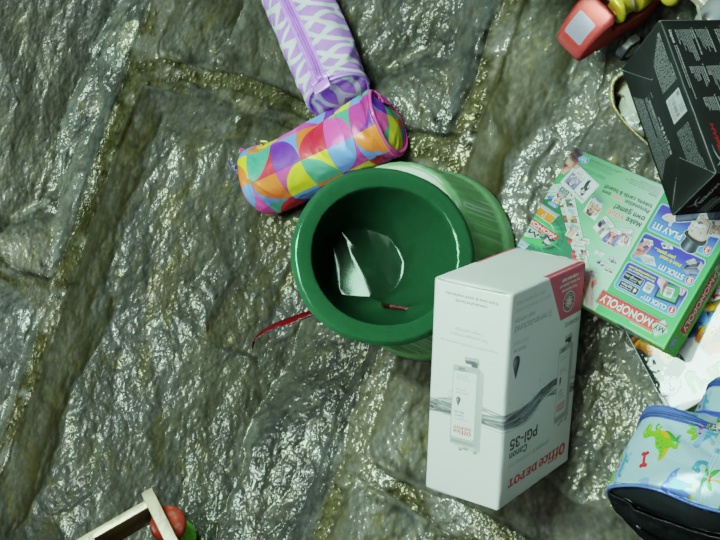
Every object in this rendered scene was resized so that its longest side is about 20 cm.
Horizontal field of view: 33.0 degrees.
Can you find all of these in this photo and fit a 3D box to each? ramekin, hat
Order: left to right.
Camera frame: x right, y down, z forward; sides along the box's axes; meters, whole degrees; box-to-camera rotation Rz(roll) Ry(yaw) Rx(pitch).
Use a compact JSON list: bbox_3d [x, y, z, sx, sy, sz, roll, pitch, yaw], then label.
[{"bbox_3d":[0.000,0.000,1.206,0.197,0.176,0.168,7,79,-5],"label":"hat"},{"bbox_3d":[0.050,-0.014,1.246,0.198,0.097,0.203,-7,76,30],"label":"ramekin"}]

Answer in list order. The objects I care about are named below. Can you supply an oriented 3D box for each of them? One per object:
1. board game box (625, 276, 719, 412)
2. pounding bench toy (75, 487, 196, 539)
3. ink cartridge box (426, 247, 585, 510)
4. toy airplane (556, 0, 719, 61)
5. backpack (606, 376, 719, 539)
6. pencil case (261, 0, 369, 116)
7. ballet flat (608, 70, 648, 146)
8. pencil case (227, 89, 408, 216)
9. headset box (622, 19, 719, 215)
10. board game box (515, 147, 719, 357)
[{"bbox_3d":[0.339,0.031,1.098,0.199,0.034,0.127,-35,63,21],"label":"board game box"},{"bbox_3d":[-0.238,0.351,1.343,0.155,0.201,0.125,-29,65,-12],"label":"pounding bench toy"},{"bbox_3d":[0.133,0.095,1.112,0.082,0.146,0.203,12,109,34],"label":"ink cartridge box"},{"bbox_3d":[0.284,-0.298,1.135,0.197,0.141,0.202,4,89,19],"label":"toy airplane"},{"bbox_3d":[0.318,0.180,1.003,0.198,0.183,0.148,10,62,36],"label":"backpack"},{"bbox_3d":[-0.057,-0.271,1.372,0.083,0.085,0.202,-30,67,10],"label":"pencil case"},{"bbox_3d":[0.297,-0.123,1.119,0.071,0.070,0.200,-49,50,13],"label":"ballet flat"},{"bbox_3d":[-0.047,-0.131,1.340,0.198,0.088,0.090,-20,70,25],"label":"pencil case"},{"bbox_3d":[0.346,-0.135,1.048,0.077,0.197,0.151,125,136,-59],"label":"headset box"},{"bbox_3d":[0.245,-0.022,1.141,0.199,0.029,0.136,32,92,43],"label":"board game box"}]
